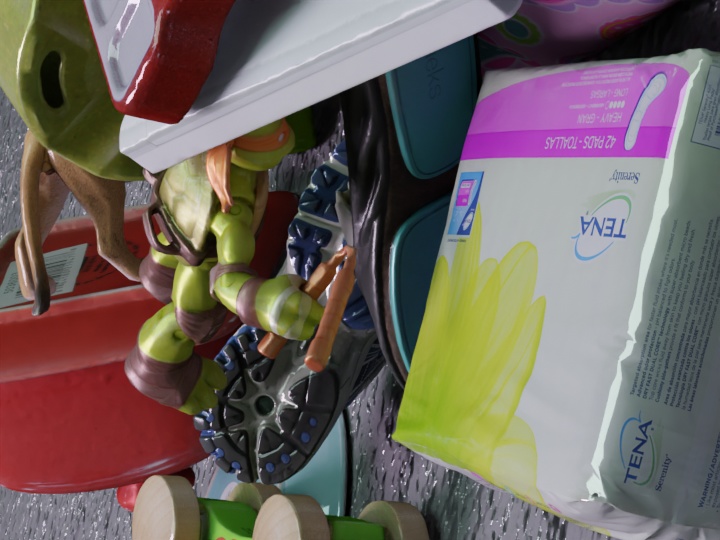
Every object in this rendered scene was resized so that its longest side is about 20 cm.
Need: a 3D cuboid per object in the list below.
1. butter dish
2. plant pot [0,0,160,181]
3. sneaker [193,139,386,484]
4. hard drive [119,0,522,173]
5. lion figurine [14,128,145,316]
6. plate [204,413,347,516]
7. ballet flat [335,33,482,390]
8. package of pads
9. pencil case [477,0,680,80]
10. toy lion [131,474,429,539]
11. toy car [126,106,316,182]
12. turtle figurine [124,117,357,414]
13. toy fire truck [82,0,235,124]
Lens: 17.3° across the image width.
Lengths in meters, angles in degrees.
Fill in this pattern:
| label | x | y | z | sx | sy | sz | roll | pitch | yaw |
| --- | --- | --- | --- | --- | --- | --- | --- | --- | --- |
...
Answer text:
| label | x | y | z | sx | sy | sz | roll | pitch | yaw |
| --- | --- | --- | --- | --- | --- | --- | --- | --- | --- |
| butter dish | -0.125 | 0.058 | 1.241 | 0.200 | 0.198 | 0.149 | -70 | -32 | -65 |
| plant pot | -0.112 | -0.145 | 1.055 | 0.201 | 0.199 | 0.185 | -64 | 35 | 31 |
| sneaker | 0.000 | 0.000 | 1.042 | 0.200 | 0.077 | 0.085 | -51 | -5 | 19 |
| hard drive | -0.005 | -0.119 | 0.863 | 0.199 | 0.026 | 0.133 | -20 | 45 | 47 |
| lion figurine | -0.112 | -0.069 | 1.169 | 0.200 | 0.072 | 0.123 | -40 | -55 | -50 |
| plate | -0.055 | 0.144 | 1.180 | 0.200 | 0.025 | 0.202 | -167 | 90 | -71 |
| ballet flat | 0.021 | -0.042 | 0.945 | 0.068 | 0.068 | 0.201 | 40 | 143 | 48 |
| package of pads | 0.082 | 0.008 | 0.817 | 0.200 | 0.068 | 0.156 | -175 | 99 | -72 |
| pencil case | 0.086 | -0.131 | 0.879 | 0.200 | 0.087 | 0.088 | 152 | 129 | -64 |
| toy lion | -0.039 | 0.192 | 1.028 | 0.200 | 0.068 | 0.193 | 0 | 83 | 60 |
| toy car | -0.094 | -0.138 | 1.346 | 0.200 | 0.157 | 0.166 | -13 | -86 | -84 |
| turtle figurine | -0.057 | -0.013 | 0.943 | 0.162 | 0.064 | 0.201 | 116 | 148 | -49 |
| toy fire truck | -0.072 | -0.176 | 0.872 | 0.168 | 0.112 | 0.201 | -57 | 40 | 34 |
